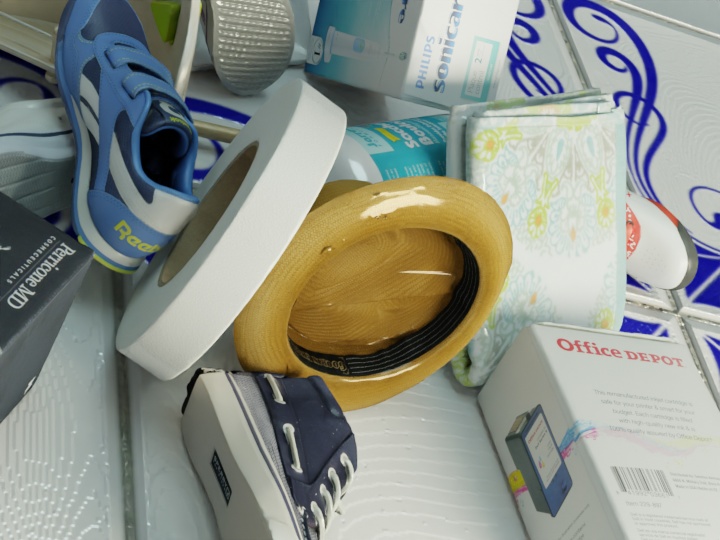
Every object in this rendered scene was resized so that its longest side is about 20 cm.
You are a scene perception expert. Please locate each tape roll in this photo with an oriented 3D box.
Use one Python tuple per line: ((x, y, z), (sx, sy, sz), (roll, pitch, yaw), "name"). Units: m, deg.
((-0.081, -0.026, 0.958), (0.037, 0.203, 0.204), (34, 35, -14), "tape roll")

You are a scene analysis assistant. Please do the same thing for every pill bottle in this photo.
((0.008, -0.049, 1.126), (0.199, 0.111, 0.111), (-14, 55, -45), "pill bottle")

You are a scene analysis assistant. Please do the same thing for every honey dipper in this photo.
((-0.093, -0.100, 1.178), (0.198, 0.038, 0.038), (12, 40, -22), "honey dipper")

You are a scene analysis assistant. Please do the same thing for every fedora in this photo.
((0.000, 0.000, 1.006), (0.199, 0.202, 0.082), (2, 37, -34), "fedora")

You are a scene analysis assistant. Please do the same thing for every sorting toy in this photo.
((-0.181, -0.219, 1.107), (0.198, 0.181, 0.107), (25, 29, 9), "sorting toy")

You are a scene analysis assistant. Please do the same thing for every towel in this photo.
((0.128, -0.028, 1.142), (0.170, 0.203, 0.048), (-10, 12, -42), "towel")

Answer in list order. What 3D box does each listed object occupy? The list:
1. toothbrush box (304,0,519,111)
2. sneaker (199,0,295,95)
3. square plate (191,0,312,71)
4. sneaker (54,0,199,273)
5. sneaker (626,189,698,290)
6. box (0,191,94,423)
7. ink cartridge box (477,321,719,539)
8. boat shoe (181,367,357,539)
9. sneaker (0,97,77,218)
((0.041, -0.210, 1.241), (0.084, 0.148, 0.200), (10, 7, -25), "toothbrush box")
((-0.109, -0.237, 1.209), (0.072, 0.202, 0.115), (-25, 50, -11), "sneaker")
((-0.127, -0.262, 1.261), (0.197, 0.028, 0.203), (-12, 96, -43), "square plate")
((-0.144, -0.102, 1.009), (0.074, 0.082, 0.202), (13, 57, -48), "sneaker")
((0.178, -0.048, 1.287), (0.107, 0.068, 0.202), (-13, 51, -43), "sneaker")
((-0.281, 0.026, 0.821), (0.196, 0.124, 0.200), (33, 36, -1), "box")
((0.182, 0.139, 1.050), (0.144, 0.088, 0.201), (9, 43, -29), "ink cartridge box")
((-0.034, 0.134, 0.907), (0.092, 0.075, 0.201), (0, 46, -27), "boat shoe")
((-0.232, -0.070, 1.024), (0.071, 0.074, 0.199), (34, 26, 22), "sneaker")
